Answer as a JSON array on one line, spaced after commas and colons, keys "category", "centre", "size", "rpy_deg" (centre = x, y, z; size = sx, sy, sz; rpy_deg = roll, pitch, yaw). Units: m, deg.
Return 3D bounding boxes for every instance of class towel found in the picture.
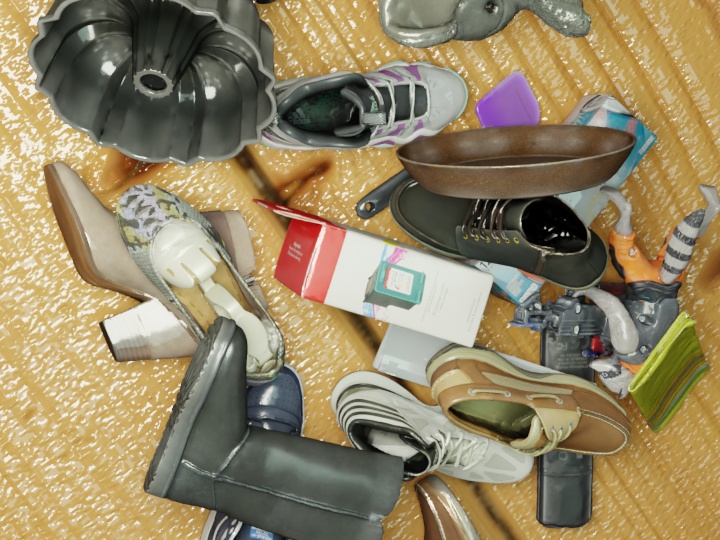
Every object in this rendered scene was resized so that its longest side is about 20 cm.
[{"category": "towel", "centre": [0.281, 0.096, 1.339], "size": [0.018, 0.200, 0.086], "rpy_deg": [34, 87, 22]}]

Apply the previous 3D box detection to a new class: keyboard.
[{"category": "keyboard", "centre": [0.113, 0.096, 1.345], "size": [0.199, 0.011, 0.056], "rpy_deg": [18, 116, -7]}]

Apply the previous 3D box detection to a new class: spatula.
[{"category": "spatula", "centre": [0.079, -0.105, 1.333], "size": [0.200, 0.021, 0.057], "rpy_deg": [-34, 108, -7]}]

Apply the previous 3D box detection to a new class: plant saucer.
[{"category": "plant saucer", "centre": [0.129, -0.090, 1.232], "size": [0.199, 0.200, 0.035], "rpy_deg": [-7, 105, -15]}]

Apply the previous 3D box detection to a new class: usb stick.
[{"category": "usb stick", "centre": [0.193, 0.145, 1.390], "size": [0.055, 0.033, 0.201], "rpy_deg": [-1, 97, -8]}]

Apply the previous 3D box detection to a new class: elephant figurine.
[{"category": "elephant figurine", "centre": [0.068, -0.246, 1.250], "size": [0.141, 0.155, 0.200], "rpy_deg": [-32, 95, -32]}]

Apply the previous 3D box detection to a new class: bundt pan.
[{"category": "bundt pan", "centre": [-0.159, -0.176, 1.185], "size": [0.201, 0.202, 0.076], "rpy_deg": [20, 54, -17]}]

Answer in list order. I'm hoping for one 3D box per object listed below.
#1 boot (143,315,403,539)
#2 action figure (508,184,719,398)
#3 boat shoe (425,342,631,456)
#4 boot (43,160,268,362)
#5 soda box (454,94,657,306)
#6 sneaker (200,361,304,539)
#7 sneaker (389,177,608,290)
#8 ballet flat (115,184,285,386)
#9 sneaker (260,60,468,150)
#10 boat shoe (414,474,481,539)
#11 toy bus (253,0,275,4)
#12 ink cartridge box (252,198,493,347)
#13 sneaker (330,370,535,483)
[{"category": "boot", "centre": [-0.054, 0.139, 1.199], "size": [0.199, 0.066, 0.165], "rpy_deg": [21, 109, -13]}, {"category": "action figure", "centre": [0.237, 0.024, 1.315], "size": [0.199, 0.105, 0.194], "rpy_deg": [-9, 114, -36]}, {"category": "boat shoe", "centre": [0.147, 0.131, 1.303], "size": [0.199, 0.074, 0.076], "rpy_deg": [19, 126, -18]}, {"category": "boot", "centre": [-0.168, -0.019, 1.258], "size": [0.146, 0.070, 0.201], "rpy_deg": [-23, 103, -18]}, {"category": "soda box", "centre": [0.175, -0.064, 1.339], "size": [0.064, 0.068, 0.200], "rpy_deg": [39, 86, -14]}, {"category": "sneaker", "centre": [-0.083, 0.182, 1.277], "size": [0.070, 0.108, 0.201], "rpy_deg": [15, 92, -17]}, {"category": "sneaker", "centre": [0.111, -0.049, 1.247], "size": [0.199, 0.106, 0.075], "rpy_deg": [17, 80, 18]}, {"category": "ballet flat", "centre": [-0.123, 0.012, 1.207], "size": [0.072, 0.072, 0.201], "rpy_deg": [-37, 107, -8]}, {"category": "sneaker", "centre": [0.012, -0.134, 1.249], "size": [0.199, 0.140, 0.078], "rpy_deg": [-12, 99, -13]}, {"category": "boat shoe", "centre": [0.082, 0.286, 1.355], "size": [0.072, 0.076, 0.201], "rpy_deg": [-20, 100, -10]}, {"category": "toy bus", "centre": [-0.123, -0.329, 1.195], "size": [0.199, 0.136, 0.193], "rpy_deg": [1, 75, 9]}, {"category": "ink cartridge box", "centre": [0.000, 0.000, 1.275], "size": [0.199, 0.116, 0.067], "rpy_deg": [17, 93, -16]}, {"category": "sneaker", "centre": [0.069, 0.164, 1.307], "size": [0.200, 0.115, 0.076], "rpy_deg": [20, 110, -14]}]
